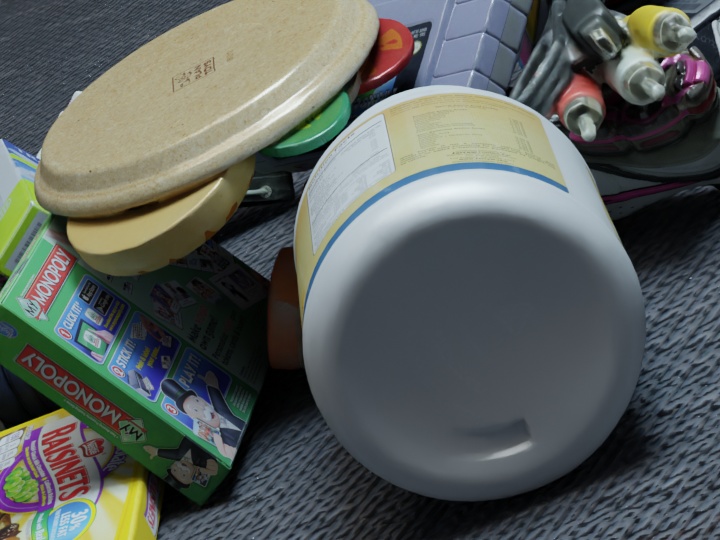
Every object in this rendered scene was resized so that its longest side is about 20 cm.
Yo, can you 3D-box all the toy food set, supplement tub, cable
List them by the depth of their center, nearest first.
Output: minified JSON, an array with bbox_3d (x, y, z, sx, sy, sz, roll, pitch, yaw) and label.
[{"bbox_3d":[0.043,0.002,1.246,0.144,0.145,0.200,-22,18,4],"label":"supplement tub"},{"bbox_3d":[-0.071,-0.078,1.395,0.198,0.049,0.200,-33,23,-8],"label":"toy food set"},{"bbox_3d":[0.113,-0.113,1.396,0.097,0.050,0.200,-42,14,11],"label":"cable"}]

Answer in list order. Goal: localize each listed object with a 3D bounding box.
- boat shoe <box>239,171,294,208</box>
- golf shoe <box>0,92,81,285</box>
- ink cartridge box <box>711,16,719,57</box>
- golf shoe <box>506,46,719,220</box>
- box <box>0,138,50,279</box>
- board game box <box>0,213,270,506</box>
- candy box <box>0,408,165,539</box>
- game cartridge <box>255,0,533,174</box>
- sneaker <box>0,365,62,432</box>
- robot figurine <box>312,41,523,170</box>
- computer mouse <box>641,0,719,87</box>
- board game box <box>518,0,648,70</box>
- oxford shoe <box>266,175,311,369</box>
[{"bbox_3d":[-0.138,-0.045,1.680,0.199,0.064,0.071,-13,0,-5],"label":"boat shoe"},{"bbox_3d":[-0.175,-0.064,1.758,0.200,0.092,0.073,-31,21,-18],"label":"golf shoe"},{"bbox_3d":[0.278,-0.102,1.345,0.199,0.085,0.146,-19,19,10],"label":"ink cartridge box"},{"bbox_3d":[0.099,-0.051,1.429,0.199,0.092,0.073,-10,46,29],"label":"golf shoe"},{"bbox_3d":[-0.153,-0.012,1.565,0.048,0.122,0.200,-58,18,5],"label":"box"},{"bbox_3d":[-0.107,0.024,1.394,0.029,0.134,0.200,-52,8,23],"label":"board game box"},{"bbox_3d":[-0.144,0.113,1.356,0.102,0.027,0.200,-19,19,7],"label":"candy box"},{"bbox_3d":[0.013,-0.120,1.461,0.200,0.038,0.130,-9,54,52],"label":"game cartridge"},{"bbox_3d":[-0.222,0.078,1.482,0.199,0.070,0.108,-8,26,40],"label":"sneaker"},{"bbox_3d":[0.020,-0.123,1.610,0.170,0.113,0.200,-50,4,-36],"label":"robot figurine"},{"bbox_3d":[0.158,-0.105,1.564,0.200,0.053,0.138,-38,17,-11],"label":"computer mouse"},{"bbox_3d":[0.159,-0.187,1.639,0.153,0.040,0.200,-24,-13,-5],"label":"board game box"},{"bbox_3d":[0.000,0.000,1.458,0.073,0.072,0.200,2,25,7],"label":"oxford shoe"}]
